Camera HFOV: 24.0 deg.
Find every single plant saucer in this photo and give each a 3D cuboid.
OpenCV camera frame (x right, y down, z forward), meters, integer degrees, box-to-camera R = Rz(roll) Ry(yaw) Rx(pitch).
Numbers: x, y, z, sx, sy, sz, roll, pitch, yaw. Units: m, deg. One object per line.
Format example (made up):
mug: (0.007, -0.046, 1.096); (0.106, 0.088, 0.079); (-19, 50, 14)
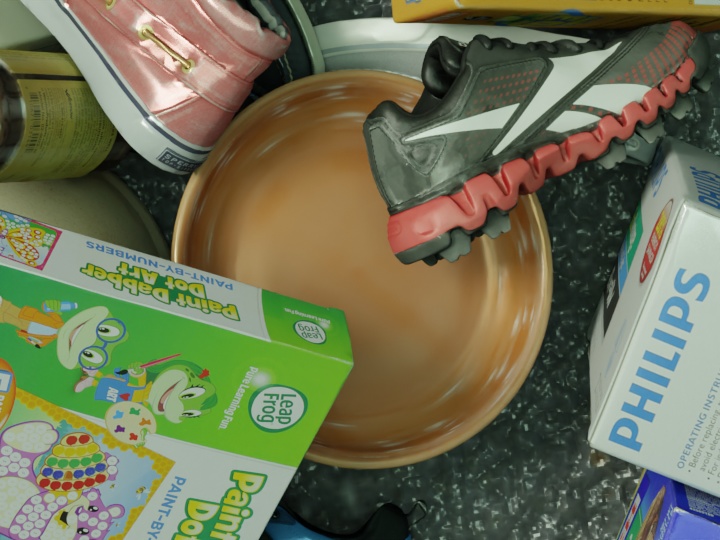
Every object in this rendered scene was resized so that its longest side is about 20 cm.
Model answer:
plant saucer: (0.000, 0.000, 0.864); (0.198, 0.037, 0.202); (2, 83, -15)

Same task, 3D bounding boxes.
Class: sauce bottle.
sauce bottle: (-0.152, -0.077, 0.853); (0.064, 0.200, 0.065); (1, 94, 22)

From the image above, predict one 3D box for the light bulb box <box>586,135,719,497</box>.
light bulb box: (0.222, 0.038, 0.830); (0.199, 0.198, 0.126); (21, 105, 3)

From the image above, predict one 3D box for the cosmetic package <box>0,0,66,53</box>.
cosmetic package: (-0.238, -0.107, 0.847); (0.105, 0.200, 0.071); (-36, 88, 28)

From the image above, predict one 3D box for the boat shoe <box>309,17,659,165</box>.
boat shoe: (0.067, -0.093, 0.915); (0.198, 0.072, 0.069); (7, 88, -7)

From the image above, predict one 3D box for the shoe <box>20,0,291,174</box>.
shoe: (-0.113, -0.148, 0.840); (0.091, 0.071, 0.200); (-46, 64, 18)

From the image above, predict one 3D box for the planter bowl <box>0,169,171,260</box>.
planter bowl: (-0.201, 0.027, 0.886); (0.198, 0.135, 0.202); (0, 91, 3)

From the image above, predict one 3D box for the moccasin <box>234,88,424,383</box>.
moccasin: (-0.018, -0.022, 0.913); (0.080, 0.068, 0.200); (-42, 89, 2)

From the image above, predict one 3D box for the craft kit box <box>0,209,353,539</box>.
craft kit box: (-0.131, 0.079, 0.784); (0.196, 0.049, 0.201); (15, 122, -22)

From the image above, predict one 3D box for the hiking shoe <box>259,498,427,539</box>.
hiking shoe: (-0.065, 0.162, 0.920); (0.198, 0.074, 0.088); (4, 84, -8)

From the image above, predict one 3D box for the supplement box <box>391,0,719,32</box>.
supplement box: (0.113, -0.158, 0.866); (0.198, 0.066, 0.069); (-1, 89, -27)

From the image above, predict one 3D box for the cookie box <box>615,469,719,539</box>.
cookie box: (0.154, 0.183, 0.832); (0.075, 0.200, 0.172); (20, 97, 6)

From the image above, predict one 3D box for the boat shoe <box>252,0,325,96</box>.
boat shoe: (-0.098, -0.163, 0.905); (0.062, 0.075, 0.201); (-35, 86, -39)

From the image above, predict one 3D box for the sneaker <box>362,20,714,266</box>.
sneaker: (0.085, -0.086, 0.840); (0.200, 0.071, 0.098); (-30, 94, -15)
